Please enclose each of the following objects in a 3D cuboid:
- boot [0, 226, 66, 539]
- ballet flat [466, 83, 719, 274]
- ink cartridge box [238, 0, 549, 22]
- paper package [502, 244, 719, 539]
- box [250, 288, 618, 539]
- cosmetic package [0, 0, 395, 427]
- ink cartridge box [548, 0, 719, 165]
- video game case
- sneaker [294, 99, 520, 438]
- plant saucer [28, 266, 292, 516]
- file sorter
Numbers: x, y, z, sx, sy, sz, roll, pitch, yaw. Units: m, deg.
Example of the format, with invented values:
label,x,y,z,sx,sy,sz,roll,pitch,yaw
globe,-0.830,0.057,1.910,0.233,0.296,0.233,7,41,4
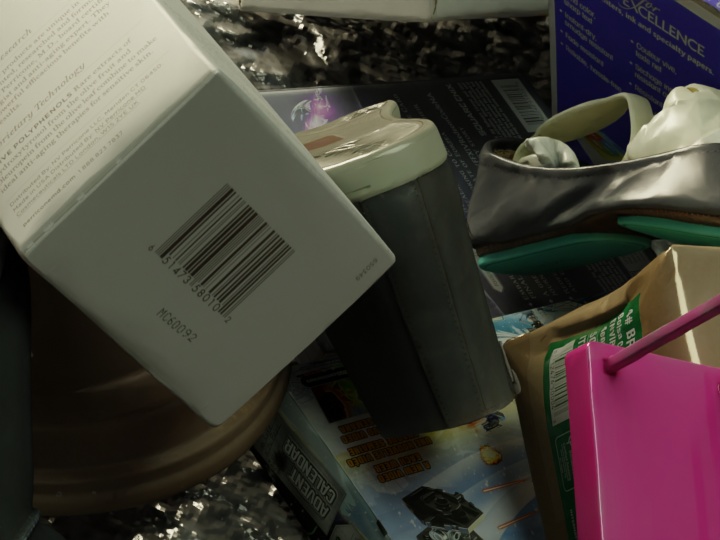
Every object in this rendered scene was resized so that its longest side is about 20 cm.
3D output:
label,x,y,z,sx,sy,sz,roll,pitch,yaw
boot,-0.077,0.099,0.754,0.200,0.066,0.165,40,44,-26
ballet flat,0.112,-0.036,0.957,0.073,0.200,0.073,2,87,-37
ink cartridge box,0.062,-0.156,1.112,0.200,0.084,0.145,-7,10,-38
paper package,0.165,0.103,0.885,0.190,0.103,0.201,4,67,-35
box,0.070,0.081,0.949,0.200,0.040,0.137,-11,54,-40
cosmetic package,-0.084,-0.054,0.820,0.108,0.085,0.200,45,2,-40
ink cartridge box,0.157,-0.064,0.987,0.198,0.200,0.043,38,68,27
video game case,0.027,-0.025,1.054,0.200,0.019,0.143,-8,52,-37
sneaker,0.000,0.000,0.924,0.075,0.107,0.200,-19,9,-5
plant saucer,-0.119,0.006,0.888,0.199,0.030,0.200,10,40,-8
file sorter,0.182,0.086,0.757,0.200,0.125,0.139,13,63,-29
